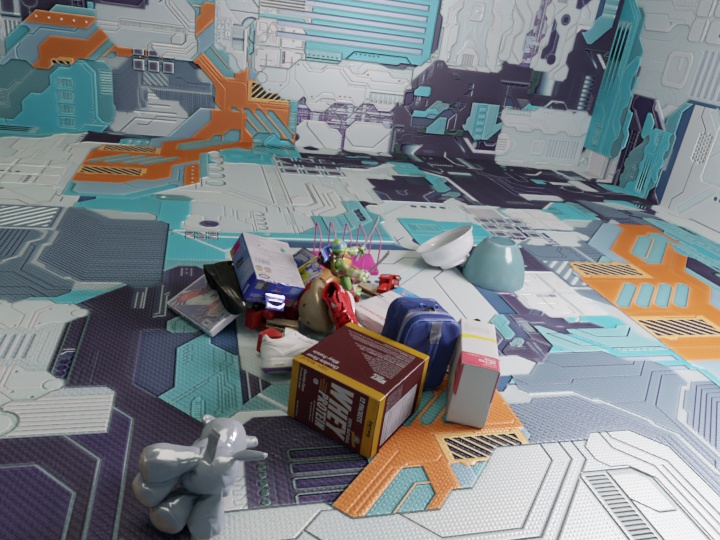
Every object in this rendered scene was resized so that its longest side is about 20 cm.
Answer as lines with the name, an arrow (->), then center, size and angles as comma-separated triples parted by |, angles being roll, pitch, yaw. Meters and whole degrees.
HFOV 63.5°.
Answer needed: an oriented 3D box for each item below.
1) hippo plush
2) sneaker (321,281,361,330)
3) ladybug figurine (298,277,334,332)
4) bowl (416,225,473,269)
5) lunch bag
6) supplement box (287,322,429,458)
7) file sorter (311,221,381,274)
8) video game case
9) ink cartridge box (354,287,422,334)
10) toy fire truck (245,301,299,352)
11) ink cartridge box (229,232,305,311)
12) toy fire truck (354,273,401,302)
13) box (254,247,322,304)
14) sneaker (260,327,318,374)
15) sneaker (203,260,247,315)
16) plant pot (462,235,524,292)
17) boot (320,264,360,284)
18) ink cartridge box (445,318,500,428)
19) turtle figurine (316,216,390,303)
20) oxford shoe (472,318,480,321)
hippo plush -> -0.249, 0.286, 0.903 | 0.159, 0.200, 0.161 | 28, 14, -9
sneaker -> -0.047, 0.115, 1.345 | 0.078, 0.116, 0.200 | -29, 56, 9
ladybug figurine -> -0.108, 0.088, 1.443 | 0.072, 0.136, 0.200 | -13, 4, 6
bowl -> 0.290, -0.066, 1.906 | 0.201, 0.091, 0.201 | -26, 11, 5
lunch bag -> 0.130, 0.157, 1.273 | 0.136, 0.200, 0.132 | 2, 25, -24
supplement box -> -0.004, 0.227, 1.155 | 0.197, 0.133, 0.200 | 21, 27, 26
file sorter -> -0.045, -0.075, 1.822 | 0.199, 0.126, 0.139 | 3, 25, -12
video game case -> -0.353, 0.061, 1.458 | 0.182, 0.023, 0.200 | 25, 53, 33
ink cartridge box -> 0.085, 0.125, 1.468 | 0.200, 0.086, 0.146 | -18, 35, -42
toy fire truck -> -0.199, 0.126, 1.404 | 0.141, 0.049, 0.200 | 26, 28, 31
ink cartridge box -> -0.223, 0.009, 1.406 | 0.136, 0.076, 0.200 | 13, 35, -37
toy fire truck -> 0.039, 0.060, 1.644 | 0.141, 0.049, 0.200 | 8, 23, 4
box -> -0.199, 0.026, 1.534 | 0.200, 0.070, 0.064 | -36, 44, -25
sneaker -> -0.122, 0.169, 1.278 | 0.200, 0.075, 0.100 | -2, 70, -23
sneaker -> -0.312, 0.031, 1.417 | 0.091, 0.076, 0.200 | -22, 44, -23
plant pot -> 0.440, -0.035, 1.877 | 0.200, 0.135, 0.200 | 7, 24, -3
boot -> -0.104, 0.039, 1.618 | 0.199, 0.074, 0.155 | 3, 28, 19
ink cartridge box -> 0.238, 0.213, 1.248 | 0.083, 0.145, 0.200 | 11, 24, 4
turtle figurine -> 0.000, 0.000, 1.475 | 0.200, 0.194, 0.144 | -22, 43, -24
oxford shoe -> 0.230, 0.168, 1.434 | 0.071, 0.073, 0.200 | 27, 31, 35
